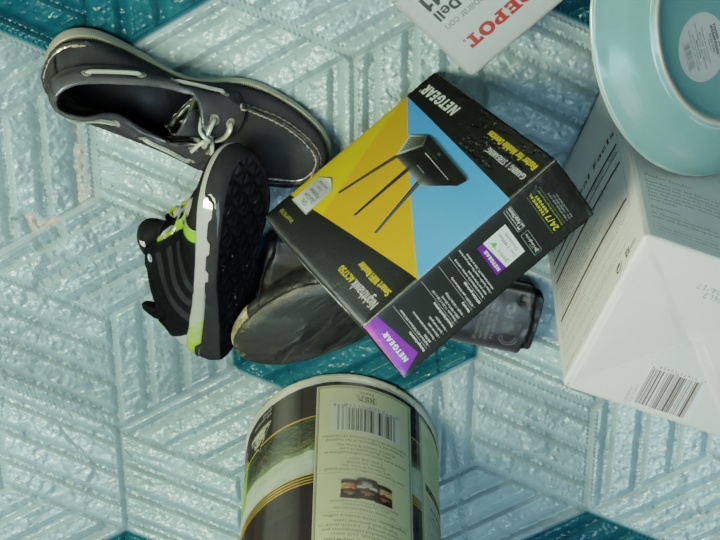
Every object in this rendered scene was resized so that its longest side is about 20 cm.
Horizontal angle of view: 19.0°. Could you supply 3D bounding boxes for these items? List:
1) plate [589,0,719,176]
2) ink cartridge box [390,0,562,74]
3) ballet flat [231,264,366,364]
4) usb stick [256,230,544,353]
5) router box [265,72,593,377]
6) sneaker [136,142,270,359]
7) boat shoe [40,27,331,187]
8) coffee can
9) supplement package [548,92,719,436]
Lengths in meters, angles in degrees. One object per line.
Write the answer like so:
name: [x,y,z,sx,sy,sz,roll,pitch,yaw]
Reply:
plate: [0.217,-0.156,1.287,0.199,0.025,0.202,-8,103,-37]
ink cartridge box: [0.051,-0.236,1.274,0.146,0.083,0.200,-39,117,23]
ballet flat: [0.000,0.000,1.434,0.199,0.057,0.067,-32,126,9]
usb stick: [0.026,0.015,1.475,0.198,0.033,0.056,12,115,-7]
router box: [0.037,-0.033,1.316,0.149,0.200,0.051,-41,117,-2]
sneaker: [-0.115,-0.013,1.412,0.082,0.072,0.201,27,141,13]
boat shoe: [-0.112,-0.092,1.384,0.198,0.063,0.073,21,119,-15]
coffee can: [-0.013,0.190,1.491,0.145,0.201,0.148,0,124,0]
supplement package: [0.196,-0.013,1.353,0.120,0.201,0.120,18,122,-11]
